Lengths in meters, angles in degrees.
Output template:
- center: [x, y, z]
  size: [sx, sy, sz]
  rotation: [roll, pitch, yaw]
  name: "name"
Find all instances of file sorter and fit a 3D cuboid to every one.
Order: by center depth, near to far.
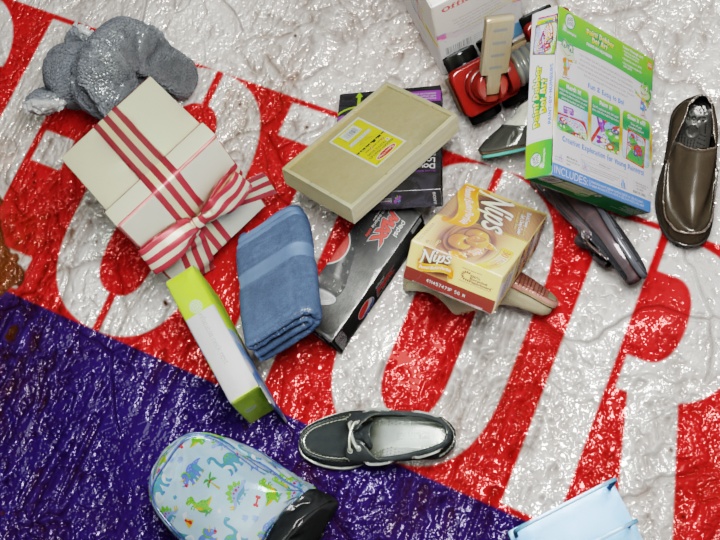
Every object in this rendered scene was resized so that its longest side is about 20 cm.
- center: [0.265, 0.347, 1.091]
  size: [0.137, 0.123, 0.202]
  rotation: [-26, 71, 1]
  name: "file sorter"

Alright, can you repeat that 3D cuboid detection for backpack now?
- center: [-0.156, 0.278, 1.187]
  size: [0.199, 0.154, 0.164]
  rotation: [36, 88, 31]
  name: "backpack"

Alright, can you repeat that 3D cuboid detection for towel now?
- center: [-0.101, 0.012, 1.250]
  size: [0.111, 0.049, 0.202]
  rotation: [-30, 41, 18]
  name: "towel"

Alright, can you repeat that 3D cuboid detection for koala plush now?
- center: [-0.363, -0.267, 1.373]
  size: [0.198, 0.184, 0.179]
  rotation: [14, 69, 30]
  name: "koala plush"

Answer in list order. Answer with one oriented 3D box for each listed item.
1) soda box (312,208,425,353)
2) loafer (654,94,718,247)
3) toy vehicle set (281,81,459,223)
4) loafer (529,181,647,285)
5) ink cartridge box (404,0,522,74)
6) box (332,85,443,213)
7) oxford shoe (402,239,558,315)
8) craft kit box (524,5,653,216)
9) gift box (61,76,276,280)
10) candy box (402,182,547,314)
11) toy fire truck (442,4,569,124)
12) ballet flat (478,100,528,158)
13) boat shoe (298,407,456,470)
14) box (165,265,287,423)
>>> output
- center: [0.000, 0.000, 1.274]
  size: [0.070, 0.063, 0.201]
  rotation: [32, 80, 17]
  name: "soda box"
- center: [0.407, -0.130, 1.239]
  size: [0.072, 0.071, 0.203]
  rotation: [3, 73, 10]
  name: "loafer"
- center: [0.014, -0.152, 1.248]
  size: [0.124, 0.027, 0.200]
  rotation: [32, 62, 33]
  name: "toy vehicle set"
- center: [0.283, -0.058, 1.249]
  size: [0.063, 0.072, 0.202]
  rotation: [-37, 63, 18]
  name: "loafer"
- center: [0.128, -0.377, 1.294]
  size: [0.127, 0.200, 0.126]
  rotation: [-26, 70, 0]
  name: "ink cartridge box"
- center: [0.037, -0.159, 1.292]
  size: [0.141, 0.036, 0.202]
  rotation: [-4, 50, 8]
  name: "box"
- center: [0.148, 0.024, 1.250]
  size: [0.198, 0.071, 0.075]
  rotation: [21, 103, 14]
  name: "oxford shoe"
- center: [0.274, -0.183, 1.178]
  size: [0.048, 0.198, 0.201]
  rotation: [-4, 76, 49]
  name: "craft kit box"
- center: [-0.235, -0.105, 1.289]
  size: [0.185, 0.200, 0.187]
  rotation: [-46, 56, -2]
  name: "gift box"
- center: [0.142, -0.032, 1.198]
  size: [0.114, 0.200, 0.056]
  rotation: [23, 121, 15]
  name: "candy box"
- center: [0.197, -0.268, 1.231]
  size: [0.174, 0.200, 0.130]
  rotation: [-27, 103, 1]
  name: "toy fire truck"
- center: [0.247, -0.190, 1.286]
  size: [0.197, 0.068, 0.070]
  rotation: [-7, 99, 0]
  name: "ballet flat"
- center: [0.017, 0.200, 1.211]
  size: [0.197, 0.060, 0.077]
  rotation: [-8, 72, 7]
  name: "boat shoe"
- center: [-0.165, 0.103, 1.239]
  size: [0.047, 0.122, 0.201]
  rotation: [-30, 70, -5]
  name: "box"
